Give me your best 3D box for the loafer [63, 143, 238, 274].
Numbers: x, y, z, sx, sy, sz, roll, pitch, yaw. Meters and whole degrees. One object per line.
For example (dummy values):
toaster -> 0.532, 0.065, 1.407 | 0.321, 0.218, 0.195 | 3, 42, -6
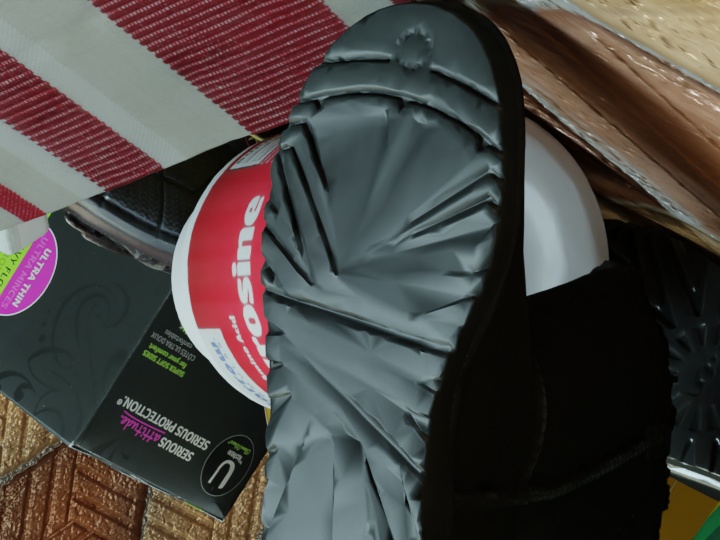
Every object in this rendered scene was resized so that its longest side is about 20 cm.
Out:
loafer -> -0.069, -0.020, 1.057 | 0.199, 0.072, 0.063 | 20, 142, -26

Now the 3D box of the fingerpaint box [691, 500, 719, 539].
fingerpaint box -> 0.187, 0.131, 0.739 | 0.199, 0.167, 0.073 | 32, -167, -5

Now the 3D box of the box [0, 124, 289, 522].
box -> -0.089, -0.013, 1.187 | 0.148, 0.201, 0.124 | 30, 177, 40

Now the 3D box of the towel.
towel -> -0.085, -0.059, 0.709 | 0.144, 0.199, 0.023 | 36, -143, -64

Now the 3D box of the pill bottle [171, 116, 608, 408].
pill bottle -> 0.000, 0.000, 0.931 | 0.112, 0.113, 0.200 | 33, 167, -18

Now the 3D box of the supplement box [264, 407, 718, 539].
supplement box -> 0.067, 0.143, 1.087 | 0.132, 0.198, 0.200 | -12, -171, -23

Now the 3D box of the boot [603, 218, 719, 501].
boot -> 0.156, 0.072, 0.950 | 0.211, 0.080, 0.158 | 31, 171, 36

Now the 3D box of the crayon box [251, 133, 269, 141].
crayon box -> -0.115, -0.127, 0.990 | 0.200, 0.051, 0.127 | 35, 177, -38

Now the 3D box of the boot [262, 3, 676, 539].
boot -> 0.042, 0.022, 0.750 | 0.073, 0.199, 0.162 | 11, -171, 32

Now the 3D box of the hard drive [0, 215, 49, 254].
hard drive -> -0.165, -0.097, 0.914 | 0.132, 0.026, 0.200 | 50, 164, 16
